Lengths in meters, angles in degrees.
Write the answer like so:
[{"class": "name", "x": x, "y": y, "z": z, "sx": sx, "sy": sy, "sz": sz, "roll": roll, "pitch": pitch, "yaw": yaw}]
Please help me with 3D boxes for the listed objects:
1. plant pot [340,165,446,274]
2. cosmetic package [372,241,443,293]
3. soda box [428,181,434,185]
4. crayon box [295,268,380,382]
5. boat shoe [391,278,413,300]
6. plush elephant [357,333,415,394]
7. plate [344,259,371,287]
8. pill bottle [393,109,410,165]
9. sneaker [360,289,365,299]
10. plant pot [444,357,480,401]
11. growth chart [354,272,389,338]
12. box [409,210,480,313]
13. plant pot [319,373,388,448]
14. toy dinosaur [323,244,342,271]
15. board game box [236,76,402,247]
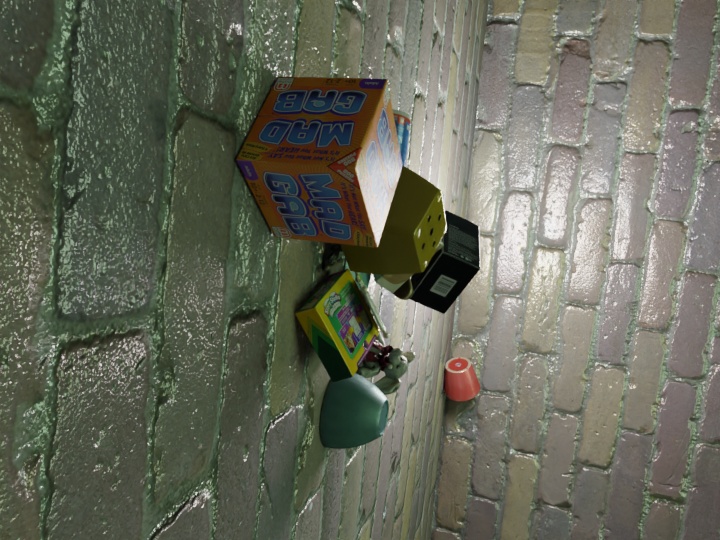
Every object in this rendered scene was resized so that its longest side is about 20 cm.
[{"class": "plant pot", "x": 0.077, "y": -0.105, "z": 1.304, "sx": 0.200, "sy": 0.176, "sz": 0.200, "roll": -57, "pitch": 150, "yaw": -26}, {"class": "cosmetic package", "x": 0.121, "y": -0.045, "z": 1.615, "sx": 0.071, "sy": 0.200, "sz": 0.105, "roll": 33, "pitch": 23, "yaw": -30}, {"class": "soda box", "x": 0.114, "y": -0.225, "z": 1.565, "sx": 0.063, "sy": 0.071, "sz": 0.200, "roll": -64, "pitch": -156, "yaw": 8}, {"class": "crayon box", "x": -0.044, "y": 0.115, "z": 1.312, "sx": 0.173, "sy": 0.058, "sz": 0.200, "roll": 62, "pitch": 28, "yaw": -13}, {"class": "boat shoe", "x": 0.115, "y": 0.024, "z": 1.703, "sx": 0.072, "sy": 0.200, "sz": 0.072, "roll": 32, "pitch": 104, "yaw": -32}, {"class": "plush elephant", "x": 0.063, "y": 0.245, "z": 1.643, "sx": 0.200, "sy": 0.154, "sz": 0.165, "roll": 78, "pitch": 26, "yaw": -45}, {"class": "plate", "x": 0.000, "y": 0.000, "z": 1.567, "sx": 0.200, "sy": 0.025, "sz": 0.201, "roll": 8, "pitch": 90, "yaw": -73}, {"class": "pill bottle", "x": 0.060, "y": -0.292, "z": 1.494, "sx": 0.112, "sy": 0.112, "sz": 0.201, "roll": 8, "pitch": 88, "yaw": -72}, {"class": "sneaker", "x": -0.010, "y": 0.151, "z": 1.478, "sx": 0.079, "sy": 0.078, "sz": 0.201, "roll": 51, "pitch": 50, "yaw": -44}, {"class": "plant pot", "x": 0.549, "y": 0.587, "z": 3.283, "sx": 0.201, "sy": 0.200, "sz": 0.178, "roll": -56, "pitch": 138, "yaw": -55}, {"class": "growth chart", "x": 0.023, "y": 0.074, "z": 1.391, "sx": 0.200, "sy": 0.018, "sz": 0.145, "roll": -115, "pitch": 179, "yaw": -74}, {"class": "box", "x": 0.238, "y": -0.024, "z": 1.695, "sx": 0.197, "sy": 0.124, "sz": 0.200, "roll": -80, "pitch": -164, "yaw": -49}, {"class": "plant pot", "x": -0.004, "y": 0.362, "z": 1.518, "sx": 0.200, "sy": 0.134, "sz": 0.201, "roll": 8, "pitch": 90, "yaw": -73}, {"class": "toy dinosaur", "x": -0.040, "y": -0.086, "z": 1.380, "sx": 0.088, "sy": 0.047, "sz": 0.201, "roll": 39, "pitch": 56, "yaw": -62}, {"class": "board game box", "x": -0.057, "y": -0.186, "z": 1.023, "sx": 0.200, "sy": 0.199, "sz": 0.200, "roll": 71, "pitch": 31, "yaw": -53}]
